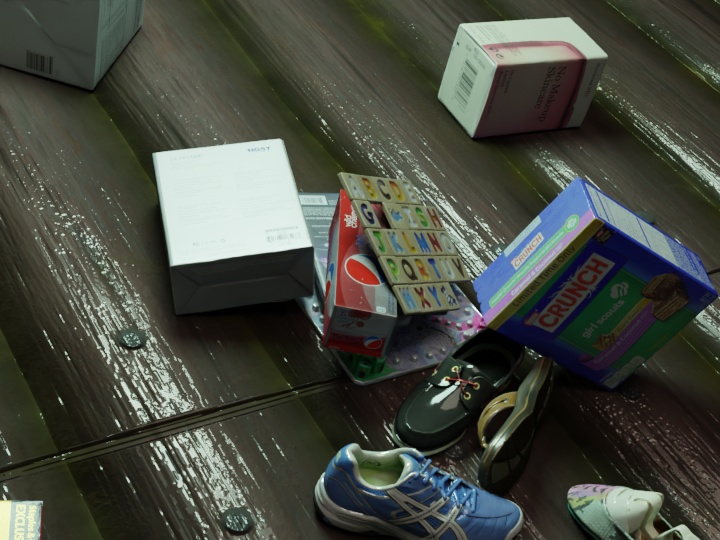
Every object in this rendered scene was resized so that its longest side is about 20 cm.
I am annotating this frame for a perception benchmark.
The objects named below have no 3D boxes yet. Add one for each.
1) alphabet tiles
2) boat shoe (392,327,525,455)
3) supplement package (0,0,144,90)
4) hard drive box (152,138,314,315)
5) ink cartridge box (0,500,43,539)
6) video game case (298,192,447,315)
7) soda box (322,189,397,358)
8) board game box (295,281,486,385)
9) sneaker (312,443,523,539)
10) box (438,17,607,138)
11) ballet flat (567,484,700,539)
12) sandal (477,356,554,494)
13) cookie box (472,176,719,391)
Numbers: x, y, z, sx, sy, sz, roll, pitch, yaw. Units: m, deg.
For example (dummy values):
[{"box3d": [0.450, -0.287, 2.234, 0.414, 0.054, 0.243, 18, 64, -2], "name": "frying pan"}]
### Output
[{"box3d": [0.060, -0.030, 1.321, 0.200, 0.008, 0.168, -2, 63, -61], "name": "alphabet tiles"}, {"box3d": [0.103, 0.121, 1.255, 0.074, 0.063, 0.201, 36, 45, 20], "name": "boat shoe"}, {"box3d": [-0.387, -0.369, 1.599, 0.151, 0.151, 0.200, 16, 39, 1], "name": "supplement package"}, {"box3d": [-0.145, -0.054, 1.343, 0.155, 0.077, 0.200, -7, 44, -10], "name": "hard drive box"}, {"box3d": [-0.292, 0.278, 0.914, 0.175, 0.084, 0.200, 3, 40, -16], "name": "ink cartridge box"}, {"box3d": [0.008, -0.021, 1.383, 0.142, 0.019, 0.200, 0, 43, -18], "name": "video game case"}, {"box3d": [0.000, 0.000, 1.292, 0.070, 0.064, 0.200, 11, 39, -7], "name": "soda box"}, {"box3d": [0.034, 0.033, 1.363, 0.200, 0.026, 0.200, -12, 46, -31], "name": "board game box"}, {"box3d": [0.059, 0.214, 1.114, 0.199, 0.077, 0.076, 11, 37, -8], "name": "sneaker"}, {"box3d": [0.232, -0.278, 1.719, 0.200, 0.128, 0.109, -9, 46, -27], "name": "box"}, {"box3d": [0.286, 0.259, 1.143, 0.069, 0.071, 0.200, -22, 52, -36], "name": "ballet flat"}, {"box3d": [0.151, 0.153, 1.222, 0.054, 0.082, 0.200, 11, 37, 21], "name": "sandal"}, {"box3d": [0.251, 0.020, 1.284, 0.200, 0.171, 0.075, 27, 29, -29], "name": "cookie box"}]
